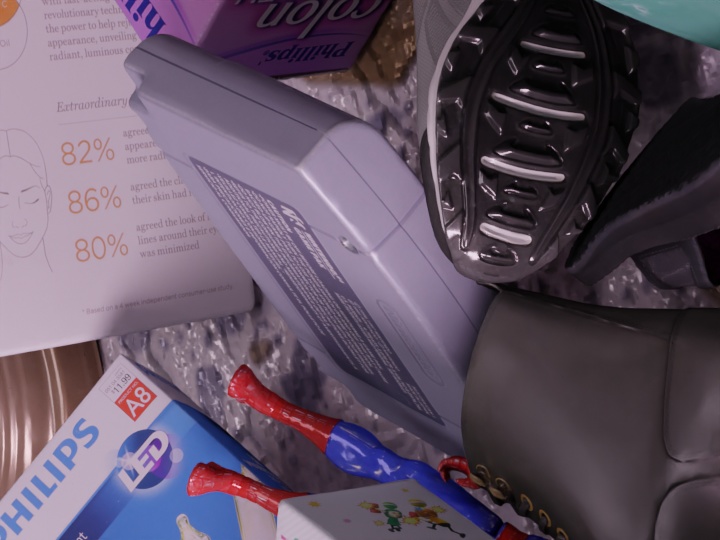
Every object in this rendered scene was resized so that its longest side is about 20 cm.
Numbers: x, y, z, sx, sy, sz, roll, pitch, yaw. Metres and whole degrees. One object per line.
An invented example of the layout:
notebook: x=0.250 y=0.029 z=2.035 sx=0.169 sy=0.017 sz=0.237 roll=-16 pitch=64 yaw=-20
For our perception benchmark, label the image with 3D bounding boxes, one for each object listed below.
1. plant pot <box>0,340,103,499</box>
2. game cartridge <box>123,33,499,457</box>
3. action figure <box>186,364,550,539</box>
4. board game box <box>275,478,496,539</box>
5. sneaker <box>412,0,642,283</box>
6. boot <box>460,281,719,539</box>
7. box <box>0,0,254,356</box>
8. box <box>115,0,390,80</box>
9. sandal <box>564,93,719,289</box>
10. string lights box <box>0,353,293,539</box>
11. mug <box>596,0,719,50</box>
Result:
plant pot: x=-0.218 y=0.064 z=1.290 sx=0.201 sy=0.093 sz=0.202 roll=15 pitch=110 yaw=47
game cartridge: x=0.000 y=0.000 z=0.976 sx=0.133 sy=0.041 sz=0.200 roll=33 pitch=163 yaw=44
action figure: x=0.033 y=0.102 z=0.983 sx=0.199 sy=0.052 sz=0.066 roll=23 pitch=87 yaw=9
board game box: x=0.041 y=0.178 z=0.860 sx=0.200 sy=0.064 sz=0.148 roll=32 pitch=121 yaw=46
sneaker: x=0.052 y=-0.084 z=0.928 sx=0.079 sy=0.074 sz=0.201 roll=134 pitch=145 yaw=-58
boot: x=0.087 y=0.106 z=0.889 sx=0.138 sy=0.077 sz=0.201 roll=11 pitch=85 yaw=30
box: x=-0.147 y=-0.068 z=1.129 sx=0.106 sy=0.152 sz=0.201 roll=-5 pitch=93 yaw=50
box: x=-0.041 y=-0.205 z=1.018 sx=0.176 sy=0.096 sz=0.200 roll=56 pitch=135 yaw=25
sandal: x=0.114 y=-0.021 z=0.854 sx=0.048 sy=0.075 sz=0.200 roll=40 pitch=171 yaw=-4
string lights box: x=-0.051 y=0.137 z=1.049 sx=0.200 sy=0.059 sz=0.103 roll=39 pitch=90 yaw=24
mug: x=0.103 y=-0.143 z=0.810 sx=0.185 sy=0.114 sz=0.153 roll=-30 pitch=54 yaw=45
